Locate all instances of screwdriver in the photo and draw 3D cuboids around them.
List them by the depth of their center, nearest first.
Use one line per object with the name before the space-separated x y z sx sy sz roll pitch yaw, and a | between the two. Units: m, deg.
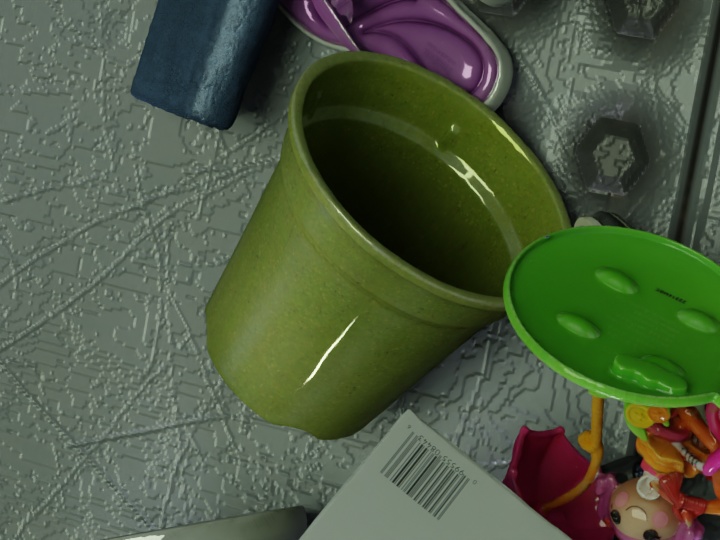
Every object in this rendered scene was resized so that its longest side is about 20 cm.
screwdriver | 0.192 0.109 1.413 0.029 0.028 0.200 51 141 -5

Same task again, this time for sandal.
sandal | 0.014 -0.169 1.552 0.202 0.050 0.083 31 103 28

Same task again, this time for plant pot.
plant pot | 0.000 0.000 1.486 0.201 0.200 0.184 54 129 20

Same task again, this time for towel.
towel | -0.085 -0.196 1.595 0.112 0.048 0.201 29 101 55

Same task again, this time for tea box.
tea box | 0.043 0.218 1.394 0.200 0.134 0.197 39 152 4

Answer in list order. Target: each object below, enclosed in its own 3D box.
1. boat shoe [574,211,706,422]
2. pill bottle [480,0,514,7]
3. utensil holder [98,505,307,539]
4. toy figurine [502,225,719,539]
boat shoe | 0.204 0.034 1.437 0.200 0.067 0.072 46 151 27
pill bottle | 0.146 -0.241 1.442 0.199 0.116 0.116 -23 77 27
utensil holder | -0.104 0.264 1.540 0.169 0.170 0.201 -11 84 29
toy figurine | 0.159 0.102 1.373 0.199 0.150 0.185 25 130 17
